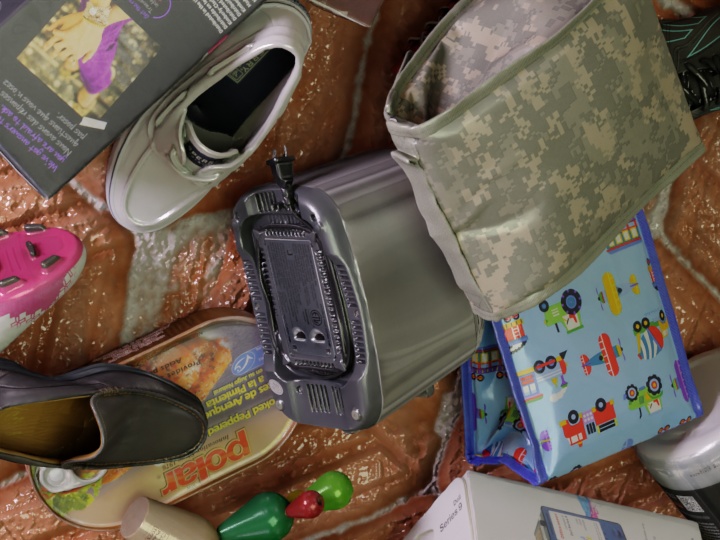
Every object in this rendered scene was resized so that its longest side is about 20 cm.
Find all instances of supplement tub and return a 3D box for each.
[{"bbox_3d":[0.300,0.162,1.647,0.122,0.123,0.200,-41,115,-5],"label":"supplement tub"}]

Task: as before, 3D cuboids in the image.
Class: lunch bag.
[{"bbox_3d":[0.105,-0.088,1.429,0.200,0.117,0.165,-43,127,-23],"label":"lunch bag"},{"bbox_3d":[0.141,0.026,1.557,0.150,0.094,0.201,-19,106,-29],"label":"lunch bag"}]

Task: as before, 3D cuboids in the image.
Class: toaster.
[{"bbox_3d":[0.000,0.000,1.481,0.129,0.113,0.201,-24,107,-39],"label":"toaster"}]

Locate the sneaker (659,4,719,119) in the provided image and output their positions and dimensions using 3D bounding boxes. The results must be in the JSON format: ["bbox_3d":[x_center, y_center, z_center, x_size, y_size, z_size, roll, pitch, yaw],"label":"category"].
[{"bbox_3d":[0.245,-0.148,1.562,0.199,0.079,0.076,-33,114,-7],"label":"sneaker"}]

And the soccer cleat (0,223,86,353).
[{"bbox_3d":[-0.262,0.043,1.442,0.199,0.070,0.087,-29,132,-10],"label":"soccer cleat"}]

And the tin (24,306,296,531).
[{"bbox_3d":[-0.134,0.100,1.515,0.199,0.042,0.113,-25,108,-12],"label":"tin"}]

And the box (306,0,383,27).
[{"bbox_3d":[0.006,-0.265,1.428,0.075,0.100,0.201,22,98,-25],"label":"box"}]

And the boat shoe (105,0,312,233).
[{"bbox_3d":[-0.102,-0.090,1.420,0.073,0.066,0.200,26,121,-19],"label":"boat shoe"}]

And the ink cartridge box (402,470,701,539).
[{"bbox_3d":[0.129,0.232,1.592,0.199,0.088,0.146,16,133,-22],"label":"ink cartridge box"}]

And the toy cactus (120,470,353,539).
[{"bbox_3d":[-0.091,0.210,1.518,0.165,0.102,0.200,33,109,-28],"label":"toy cactus"}]

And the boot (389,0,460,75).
[{"bbox_3d":[0.075,-0.196,1.491,0.144,0.072,0.201,-23,115,-11],"label":"boot"}]

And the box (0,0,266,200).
[{"bbox_3d":[-0.165,-0.158,1.381,0.200,0.122,0.106,-42,116,-4],"label":"box"}]

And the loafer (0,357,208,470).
[{"bbox_3d":[-0.180,0.102,1.428,0.199,0.072,0.073,5,109,-33],"label":"loafer"}]
